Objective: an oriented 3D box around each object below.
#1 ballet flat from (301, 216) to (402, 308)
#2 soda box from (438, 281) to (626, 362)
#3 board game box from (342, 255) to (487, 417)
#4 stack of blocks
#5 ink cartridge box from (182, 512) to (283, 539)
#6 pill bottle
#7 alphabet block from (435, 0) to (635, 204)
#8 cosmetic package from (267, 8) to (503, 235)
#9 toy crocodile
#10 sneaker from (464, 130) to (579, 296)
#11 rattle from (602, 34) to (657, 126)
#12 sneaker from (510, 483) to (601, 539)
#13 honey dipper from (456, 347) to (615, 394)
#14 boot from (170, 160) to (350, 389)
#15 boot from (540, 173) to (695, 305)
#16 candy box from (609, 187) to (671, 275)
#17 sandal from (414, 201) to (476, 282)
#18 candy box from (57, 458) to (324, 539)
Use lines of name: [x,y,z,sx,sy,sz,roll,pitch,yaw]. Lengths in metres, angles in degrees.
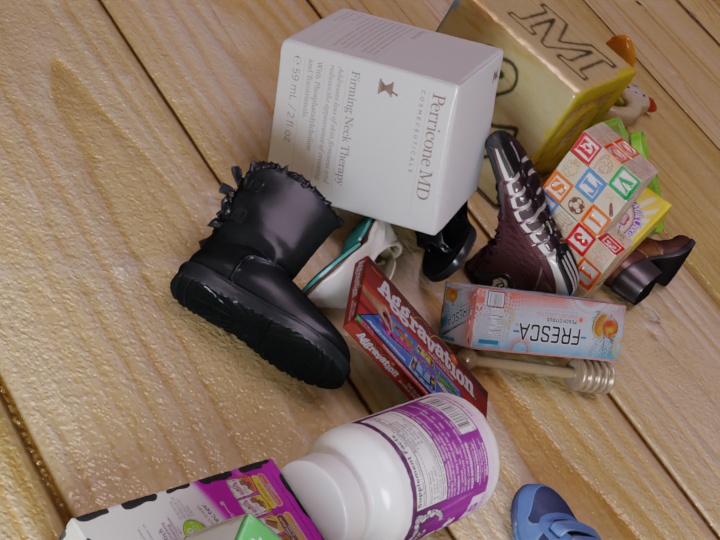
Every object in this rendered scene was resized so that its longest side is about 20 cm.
ballet flat: [0.000,0.000,1.416,0.069,0.070,0.200,36,30,2]
soda box: [0.182,0.055,1.467,0.198,0.064,0.068,7,2,-29]
board game box: [0.057,0.087,1.325,0.200,0.019,0.103,48,26,-23]
stack of blocks: [0.250,-0.052,1.578,0.115,0.201,0.058,43,32,14]
ink cartridge box: [-0.050,0.281,0.912,0.200,0.083,0.148,43,45,-22]
pill bottle: [0.020,0.175,1.160,0.199,0.113,0.113,-13,55,-49]
alphabet block: [0.195,-0.232,1.768,0.200,0.196,0.196,43,35,15]
cosmetic package: [0.027,-0.164,1.489,0.198,0.169,0.166,17,26,16]
toy crocodile: [0.352,-0.123,1.827,0.201,0.067,0.062,59,29,-43]
sneaker: [0.154,-0.046,1.545,0.202,0.115,0.076,65,28,-7]
rattle: [0.409,-0.300,2.107,0.198,0.144,0.130,-4,30,-37]
sneaker: [0.198,0.263,1.239,0.073,0.083,0.201,11,38,-31]
honey dipper: [0.185,0.106,1.477,0.198,0.038,0.038,8,41,-30]
boot: [-0.066,-0.001,1.299,0.197,0.074,0.163,31,54,3]
boot: [0.317,-0.053,1.786,0.200,0.069,0.188,42,45,20]
candy box: [0.292,-0.053,1.705,0.102,0.027,0.200,38,52,14]
sandal: [0.086,-0.051,1.546,0.048,0.075,0.201,37,22,-18]
candy box: [-0.113,0.227,1.016,0.199,0.061,0.137,-8,55,-48]
